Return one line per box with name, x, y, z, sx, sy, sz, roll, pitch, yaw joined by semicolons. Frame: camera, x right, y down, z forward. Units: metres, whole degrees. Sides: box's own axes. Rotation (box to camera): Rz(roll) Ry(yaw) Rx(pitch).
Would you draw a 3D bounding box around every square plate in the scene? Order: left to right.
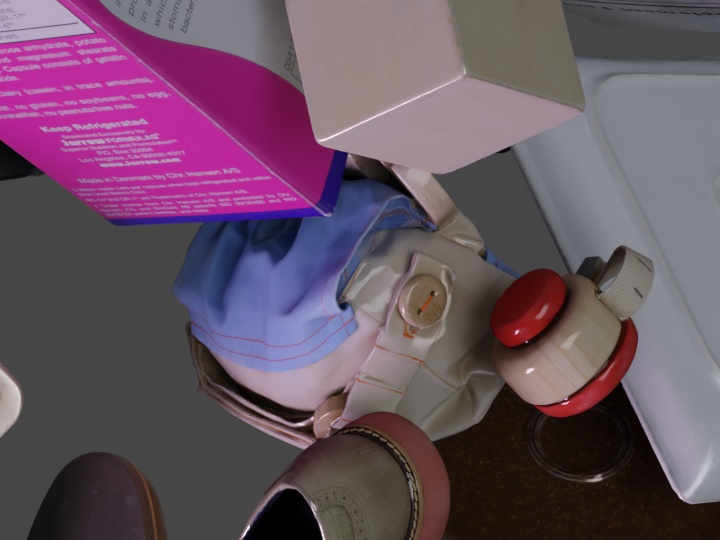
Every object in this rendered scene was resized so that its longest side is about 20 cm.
square plate;0.158;-0.010;1.029;0.197;0.028;0.201;-4;61;-41

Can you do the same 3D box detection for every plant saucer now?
plant saucer;0.084;0.075;1.002;0.200;0.201;0.037;-25;142;-21

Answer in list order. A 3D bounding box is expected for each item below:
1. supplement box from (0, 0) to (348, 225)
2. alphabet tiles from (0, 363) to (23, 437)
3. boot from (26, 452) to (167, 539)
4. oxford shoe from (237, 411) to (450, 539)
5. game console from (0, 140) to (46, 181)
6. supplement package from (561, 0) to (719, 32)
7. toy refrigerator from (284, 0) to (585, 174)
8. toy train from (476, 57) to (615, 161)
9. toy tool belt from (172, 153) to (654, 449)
supplement box;-0.090;-0.103;0.871;0.200;0.103;0.102;41;55;-49
alphabet tiles;-0.224;0.075;0.910;0.196;0.015;0.200;-45;97;0
boot;-0.087;0.167;1.003;0.075;0.073;0.201;-7;98;-48
oxford shoe;-0.037;0.141;0.922;0.075;0.070;0.201;-15;130;-51
game console;-0.125;-0.130;0.927;0.116;0.176;0.201;-6;97;4
supplement package;0.101;-0.164;0.981;0.200;0.119;0.122;8;90;-53
toy refrigerator;0.008;-0.139;0.875;0.076;0.070;0.201;9;63;-54
toy train;0.043;-0.069;1.053;0.199;0.034;0.046;4;82;-25
toy tool belt;0.000;0.000;0.947;0.123;0.200;0.125;44;68;-24
